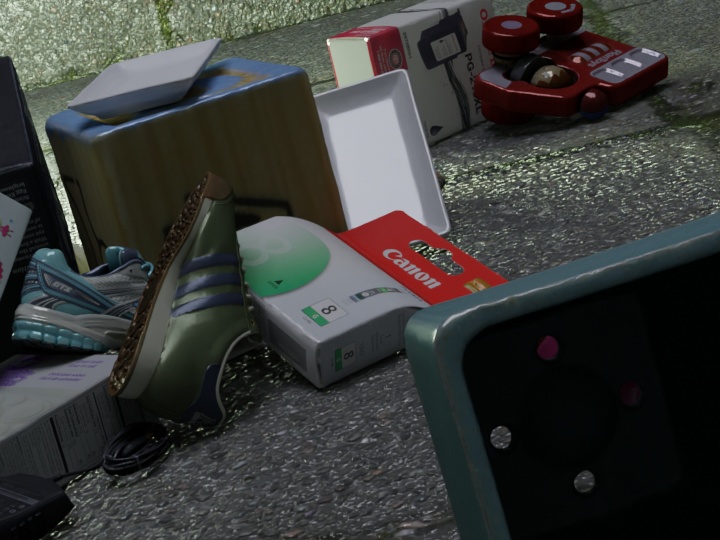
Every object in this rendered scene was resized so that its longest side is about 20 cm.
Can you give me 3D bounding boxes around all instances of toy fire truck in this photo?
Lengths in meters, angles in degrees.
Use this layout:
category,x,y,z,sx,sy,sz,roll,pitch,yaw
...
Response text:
category,x,y,z,sx,sy,sz,roll,pitch,yaw
toy fire truck,0.233,-0.225,1.832,0.167,0.113,0.199,24,38,36

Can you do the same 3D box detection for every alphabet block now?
category,x,y,z,sx,sy,sz,roll,pitch,yaw
alphabet block,-0.137,-0.057,1.390,0.195,0.202,0.195,-20,17,-18

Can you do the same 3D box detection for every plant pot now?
category,x,y,z,sx,sy,sz,roll,pitch,yaw
plant pot,0.122,0.080,0.725,0.194,0.198,0.200,-18,6,-11

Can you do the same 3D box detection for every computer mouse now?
category,x,y,z,sx,sy,sz,roll,pitch,yaw
computer mouse,-0.196,0.146,1.068,0.058,0.034,0.199,13,22,35

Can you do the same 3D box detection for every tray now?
category,x,y,z,sx,sy,sz,roll,pitch,yaw
tray,0.014,-0.093,1.491,0.106,0.022,0.201,-17,55,6
tray,-0.177,-0.161,1.371,0.106,0.022,0.200,-14,16,6

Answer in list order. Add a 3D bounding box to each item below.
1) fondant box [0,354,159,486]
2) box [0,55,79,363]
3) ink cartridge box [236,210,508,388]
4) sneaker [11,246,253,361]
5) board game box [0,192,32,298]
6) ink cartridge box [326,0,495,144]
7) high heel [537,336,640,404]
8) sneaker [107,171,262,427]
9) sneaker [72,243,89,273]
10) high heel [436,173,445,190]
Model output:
category,x,y,z,sx,sy,sz,roll,pitch,yaw
fondant box,-0.262,0.123,1.145,0.143,0.059,0.200,-2,19,38
box,-0.326,-0.049,1.429,0.116,0.201,0.197,-16,38,-7
ink cartridge box,0.000,0.000,1.255,0.199,0.050,0.161,-25,41,-28
sneaker,-0.166,0.026,1.243,0.199,0.087,0.077,8,-7,-32
board game box,-0.344,0.039,1.246,0.200,0.064,0.148,-37,31,43
ink cartridge box,0.073,-0.230,1.893,0.199,0.146,0.084,-26,21,-35
high heel,0.129,0.041,0.998,0.067,0.097,0.200,-17,16,-11
sneaker,-0.111,0.028,1.180,0.067,0.089,0.201,-41,25,49
sneaker,-0.355,0.026,1.576,0.198,0.073,0.085,-11,37,16
high heel,0.023,-0.091,1.598,0.199,0.072,0.142,-10,17,36
